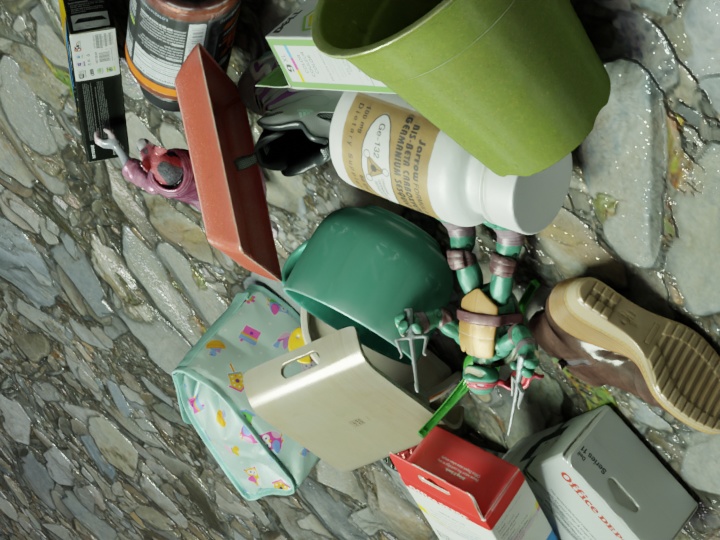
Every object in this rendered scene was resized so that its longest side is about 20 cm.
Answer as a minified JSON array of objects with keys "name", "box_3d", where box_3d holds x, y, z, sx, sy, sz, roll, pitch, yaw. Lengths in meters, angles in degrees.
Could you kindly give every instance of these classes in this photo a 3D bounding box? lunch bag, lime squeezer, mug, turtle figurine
[{"name":"lunch bag","box_3d":[-0.115,0.138,2.093,0.201,0.171,0.121,52,144,-14]},{"name":"lime squeezer","box_3d":[0.128,0.086,1.777,0.038,0.071,0.201,35,110,-2]},{"name":"mug","box_3d":[0.002,0.000,1.779,0.184,0.115,0.152,28,172,16]},{"name":"turtle figurine","box_3d":[0.108,0.046,1.685,0.148,0.100,0.202,5,98,24]}]

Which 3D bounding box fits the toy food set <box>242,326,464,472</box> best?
[{"name":"toy food set","box_3d":[-0.005,0.128,1.822,0.143,0.061,0.200,-23,139,28]}]

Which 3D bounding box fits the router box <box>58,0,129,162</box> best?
[{"name":"router box","box_3d":[-0.280,-0.233,1.863,0.201,0.050,0.150,93,164,-54]}]

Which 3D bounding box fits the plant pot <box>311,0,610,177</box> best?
[{"name":"plant pot","box_3d":[0.096,-0.178,1.400,0.199,0.201,0.190,3,145,52]}]

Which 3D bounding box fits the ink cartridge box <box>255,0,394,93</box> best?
[{"name":"ink cartridge box","box_3d":[-0.010,-0.208,1.558,0.199,0.104,0.060,9,136,49]}]

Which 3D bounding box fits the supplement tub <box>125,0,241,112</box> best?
[{"name":"supplement tub","box_3d":[-0.172,-0.236,1.738,0.107,0.107,0.200,39,152,10]}]

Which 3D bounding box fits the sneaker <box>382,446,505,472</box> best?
[{"name":"sneaker","box_3d":[0.116,0.218,2.018,0.199,0.080,0.096,31,-175,3]}]

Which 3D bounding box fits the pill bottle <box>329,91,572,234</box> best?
[{"name":"pill bottle","box_3d":[0.079,-0.102,1.569,0.199,0.114,0.115,22,145,36]}]

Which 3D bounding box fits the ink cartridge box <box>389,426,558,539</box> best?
[{"name":"ink cartridge box","box_3d":[0.116,0.232,1.809,0.116,0.067,0.201,24,156,37]}]

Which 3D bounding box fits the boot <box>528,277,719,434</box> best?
[{"name":"boot","box_3d":[0.251,0.085,1.666,0.200,0.072,0.166,42,164,4]}]

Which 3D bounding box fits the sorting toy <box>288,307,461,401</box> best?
[{"name":"sorting toy","box_3d":[0.003,0.104,1.997,0.200,0.107,0.180,40,171,10]}]

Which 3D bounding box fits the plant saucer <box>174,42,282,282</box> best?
[{"name":"plant saucer","box_3d":[-0.128,-0.094,1.717,0.200,0.036,0.202,48,-151,-79]}]

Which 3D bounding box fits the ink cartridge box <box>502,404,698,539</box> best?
[{"name":"ink cartridge box","box_3d":[0.231,0.232,1.846,0.147,0.083,0.200,47,153,-4]}]

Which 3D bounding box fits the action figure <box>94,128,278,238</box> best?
[{"name":"action figure","box_3d":[-0.183,-0.092,1.856,0.200,0.133,0.150,3,-109,-73]}]

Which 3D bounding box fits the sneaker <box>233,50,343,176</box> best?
[{"name":"sneaker","box_3d":[-0.080,-0.139,1.703,0.199,0.140,0.078,7,135,49]}]
